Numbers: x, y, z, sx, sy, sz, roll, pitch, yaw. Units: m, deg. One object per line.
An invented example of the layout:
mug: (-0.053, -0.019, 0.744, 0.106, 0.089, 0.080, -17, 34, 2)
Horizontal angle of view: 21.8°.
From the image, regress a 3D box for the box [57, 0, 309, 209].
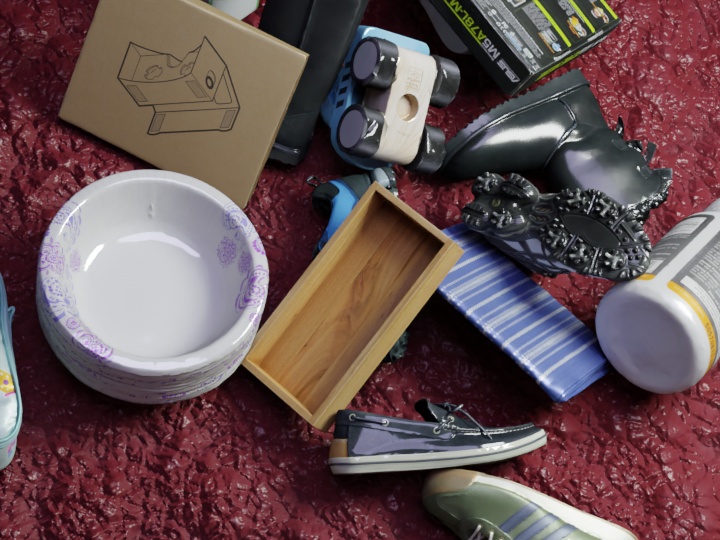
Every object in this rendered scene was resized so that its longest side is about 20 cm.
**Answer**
box: (-0.165, -0.170, 1.724, 0.199, 0.164, 0.021, 27, 25, 4)

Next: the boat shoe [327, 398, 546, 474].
boat shoe: (0.068, 0.143, 1.631, 0.198, 0.075, 0.063, -2, 81, -13)

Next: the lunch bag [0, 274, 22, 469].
lunch bag: (-0.367, 0.078, 1.583, 0.159, 0.077, 0.201, -7, 63, -15)

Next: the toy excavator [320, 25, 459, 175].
toy excavator: (0.001, -0.199, 1.800, 0.099, 0.199, 0.196, 11, 93, -36)

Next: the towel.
towel: (0.134, 0.038, 1.699, 0.200, 0.024, 0.145, 42, 27, 13)

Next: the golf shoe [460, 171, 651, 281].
golf shoe: (0.190, -0.031, 1.712, 0.199, 0.095, 0.078, 25, 77, 37)

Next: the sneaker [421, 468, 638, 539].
sneaker: (0.141, 0.242, 1.599, 0.199, 0.067, 0.090, 20, 54, -4)

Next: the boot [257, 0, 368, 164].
boot: (-0.092, -0.215, 1.727, 0.164, 0.201, 0.066, 19, 35, -6)

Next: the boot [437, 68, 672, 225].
boot: (0.189, -0.092, 1.798, 0.197, 0.073, 0.163, -28, 76, -22)

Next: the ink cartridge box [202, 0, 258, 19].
ink cartridge box: (-0.186, -0.340, 1.813, 0.084, 0.146, 0.200, -39, 74, -26)

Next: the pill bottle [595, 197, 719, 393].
pill bottle: (0.312, 0.017, 1.723, 0.116, 0.117, 0.200, 41, 50, 12)

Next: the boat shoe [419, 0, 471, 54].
boat shoe: (0.093, -0.303, 1.902, 0.069, 0.071, 0.201, -1, 53, -43)

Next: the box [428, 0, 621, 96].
box: (0.143, -0.285, 1.850, 0.200, 0.047, 0.193, 51, 39, 4)

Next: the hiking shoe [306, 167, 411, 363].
hiking shoe: (0.000, 0.000, 1.714, 0.086, 0.075, 0.201, -7, 56, 1)

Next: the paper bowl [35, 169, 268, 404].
paper bowl: (-0.184, 0.021, 1.636, 0.199, 0.105, 0.202, 5, 60, -8)

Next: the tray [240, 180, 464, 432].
tray: (-0.008, 0.032, 1.642, 0.098, 0.037, 0.200, 38, 89, 27)
